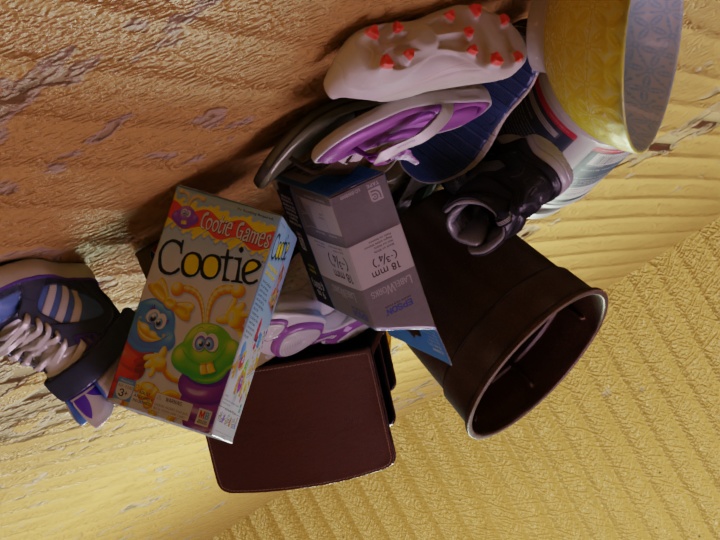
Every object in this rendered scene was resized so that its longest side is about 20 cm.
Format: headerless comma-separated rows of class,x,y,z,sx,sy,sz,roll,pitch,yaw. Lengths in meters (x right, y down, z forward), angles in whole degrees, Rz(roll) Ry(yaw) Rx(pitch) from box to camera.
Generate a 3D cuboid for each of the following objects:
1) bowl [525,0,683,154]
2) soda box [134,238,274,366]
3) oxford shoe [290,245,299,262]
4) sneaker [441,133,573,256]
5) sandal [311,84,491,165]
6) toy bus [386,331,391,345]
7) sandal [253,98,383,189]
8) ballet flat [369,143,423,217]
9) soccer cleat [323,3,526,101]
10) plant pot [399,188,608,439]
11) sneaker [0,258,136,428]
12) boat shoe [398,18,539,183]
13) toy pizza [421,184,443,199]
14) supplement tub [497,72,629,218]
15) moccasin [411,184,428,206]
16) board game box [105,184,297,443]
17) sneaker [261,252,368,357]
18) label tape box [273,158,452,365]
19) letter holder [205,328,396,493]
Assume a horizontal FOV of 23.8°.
bowl,0.207,-0.208,1.499,0.107,0.202,0.200,9,-177,22
soda box,-0.147,0.033,1.703,0.067,0.064,0.200,-30,149,3
oxford shoe,-0.125,0.035,1.833,0.200,0.072,0.085,-43,-155,38
sneaker,0.112,-0.075,1.668,0.114,0.076,0.199,-44,-160,-22
sandal,0.047,-0.120,1.495,0.201,0.050,0.082,-21,166,-37
toy bus,-0.056,0.056,1.985,0.198,0.193,0.136,-1,142,15
sandal,-0.007,-0.122,1.545,0.200,0.058,0.080,-26,171,-21
ballet flat,0.029,-0.094,1.757,0.063,0.068,0.200,-10,155,-30
soccer cleat,0.055,-0.181,1.444,0.199,0.070,0.077,-11,165,-38
plant pot,0.117,0.035,1.771,0.200,0.198,0.201,-37,155,-21
sneaker,-0.270,0.072,1.517,0.080,0.147,0.200,-34,168,24
boat shoe,0.110,-0.158,1.616,0.200,0.072,0.073,-43,-167,40
toy pizza,0.121,-0.070,1.909,0.200,0.032,0.201,-44,152,-31
supplement tub,0.206,-0.150,1.733,0.139,0.141,0.200,-22,167,-31
moccasin,0.047,-0.033,1.942,0.200,0.068,0.081,-41,169,-44
board game box,-0.141,0.041,1.543,0.105,0.102,0.202,61,46,-78
sneaker,-0.064,0.030,1.734,0.075,0.100,0.199,-34,166,25
label tape box,0.000,0.000,1.619,0.063,0.202,0.144,-26,-161,-18
letter holder,-0.062,0.151,1.838,0.198,0.144,0.101,-10,-167,11
